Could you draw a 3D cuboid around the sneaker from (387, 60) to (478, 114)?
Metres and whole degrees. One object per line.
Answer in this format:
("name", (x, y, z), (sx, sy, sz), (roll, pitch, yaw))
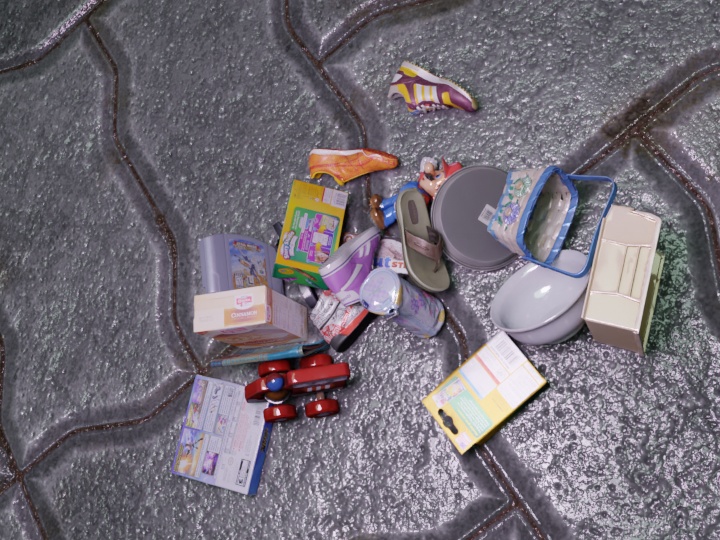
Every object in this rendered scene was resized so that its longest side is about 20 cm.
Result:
("sneaker", (0.146, -0.346, 1.674), (0.199, 0.075, 0.091), (33, 97, 31))

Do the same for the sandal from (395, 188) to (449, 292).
("sandal", (0.114, -0.056, 1.518), (0.079, 0.057, 0.204), (-15, 85, -28))

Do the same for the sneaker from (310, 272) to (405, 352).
("sneaker", (-0.011, 0.053, 1.619), (0.202, 0.067, 0.108), (-47, 67, 6))

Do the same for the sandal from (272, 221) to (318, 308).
("sandal", (-0.142, -0.012, 1.680), (0.042, 0.076, 0.202), (-26, 68, 5))

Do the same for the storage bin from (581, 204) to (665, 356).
("storage bin", (0.445, 0.019, 1.383), (0.092, 0.200, 0.202), (11, 79, 25))

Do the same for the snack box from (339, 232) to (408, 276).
("snack box", (0.049, -0.031, 1.643), (0.197, 0.024, 0.073), (6, 78, 22))

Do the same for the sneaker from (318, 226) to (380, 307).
("sneaker", (-0.001, 0.000, 1.576), (0.072, 0.200, 0.115), (-26, 103, 40))

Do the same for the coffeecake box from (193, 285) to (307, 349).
("coffeecake box", (-0.209, 0.095, 1.609), (0.151, 0.200, 0.074), (-8, 73, 18))

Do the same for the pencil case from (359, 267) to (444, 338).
("pencil case", (0.081, 0.062, 1.510), (0.091, 0.199, 0.084), (41, 97, 35))

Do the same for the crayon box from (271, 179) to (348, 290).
("crayon box", (-0.099, -0.073, 1.640), (0.117, 0.058, 0.203), (13, 61, -6))

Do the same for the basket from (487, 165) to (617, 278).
("basket", (0.329, -0.087, 1.430), (0.198, 0.139, 0.179), (15, 79, 39))

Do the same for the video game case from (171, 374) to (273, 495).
("video game case", (-0.270, 0.327, 1.654), (0.178, 0.045, 0.203), (9, 79, 21))

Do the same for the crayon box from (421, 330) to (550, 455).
("crayon box", (0.225, 0.221, 1.492), (0.199, 0.052, 0.126), (-41, 66, 5))

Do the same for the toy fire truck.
("toy fire truck", (-0.120, 0.211, 1.546), (0.196, 0.168, 0.114), (-7, 71, -6))

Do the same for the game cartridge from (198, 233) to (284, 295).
("game cartridge", (-0.233, -0.003, 1.649), (0.041, 0.198, 0.136), (-18, 70, 38))

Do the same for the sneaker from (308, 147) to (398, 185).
("sneaker", (-0.013, -0.214, 1.704), (0.197, 0.073, 0.079), (3, 98, 25))

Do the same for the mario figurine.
("mario figurine", (0.106, -0.166, 1.616), (0.198, 0.106, 0.125), (-25, 66, 14))

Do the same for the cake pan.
("cake pan", (0.231, -0.102, 1.546), (0.196, 0.037, 0.204), (0, 84, -2))

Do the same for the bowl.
("bowl", (0.333, 0.064, 1.451), (0.200, 0.091, 0.202), (-32, 22, 15))

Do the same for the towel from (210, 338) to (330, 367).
("towel", (-0.174, 0.160, 1.610), (0.197, 0.146, 0.022), (-9, 89, 19))
